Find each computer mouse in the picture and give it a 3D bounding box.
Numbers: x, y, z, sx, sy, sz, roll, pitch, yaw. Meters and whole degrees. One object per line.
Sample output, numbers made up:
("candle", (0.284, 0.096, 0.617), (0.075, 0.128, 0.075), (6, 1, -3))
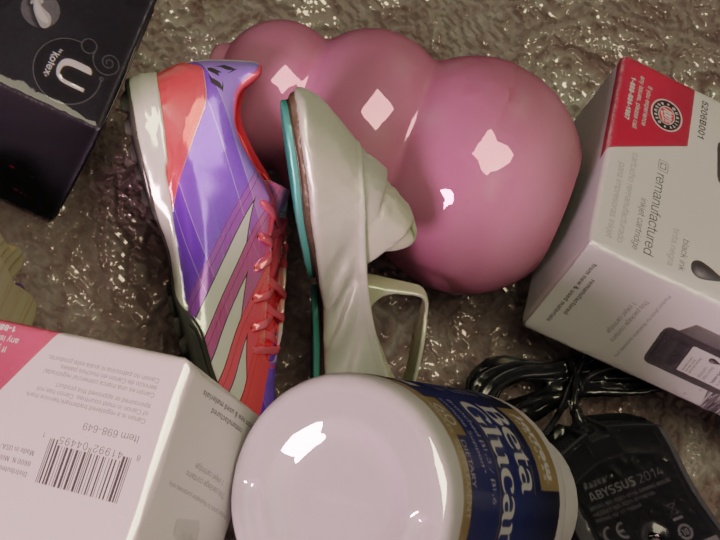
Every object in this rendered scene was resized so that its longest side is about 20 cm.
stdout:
("computer mouse", (0.142, 0.131, 1.118), (0.138, 0.053, 0.201), (-11, 64, -24))

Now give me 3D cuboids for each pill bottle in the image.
("pill bottle", (0.032, 0.109, 1.001), (0.110, 0.200, 0.112), (-3, 83, 25))

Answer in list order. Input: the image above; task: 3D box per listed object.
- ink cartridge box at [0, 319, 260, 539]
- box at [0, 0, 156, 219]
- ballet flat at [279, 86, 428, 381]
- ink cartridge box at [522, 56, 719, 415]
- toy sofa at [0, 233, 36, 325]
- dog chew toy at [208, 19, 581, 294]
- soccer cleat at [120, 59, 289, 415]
("ink cartridge box", (-0.146, 0.133, 0.939), (0.145, 0.085, 0.201), (10, 73, 28))
("box", (-0.211, -0.128, 1.044), (0.199, 0.122, 0.107), (24, 64, -9))
("ballet flat", (0.000, 0.000, 1.051), (0.069, 0.069, 0.201), (-18, 119, -24))
("ink cartridge box", (0.201, -0.004, 1.142), (0.199, 0.084, 0.146), (24, 49, -10))
("toy sofa", (-0.236, 0.060, 0.997), (0.082, 0.098, 0.201), (13, 63, 19))
("dog chew toy", (0.012, -0.068, 1.108), (0.199, 0.125, 0.125), (21, 65, -2))
("soccer cleat", (-0.062, -0.005, 1.054), (0.073, 0.068, 0.202), (-14, 94, -1))
